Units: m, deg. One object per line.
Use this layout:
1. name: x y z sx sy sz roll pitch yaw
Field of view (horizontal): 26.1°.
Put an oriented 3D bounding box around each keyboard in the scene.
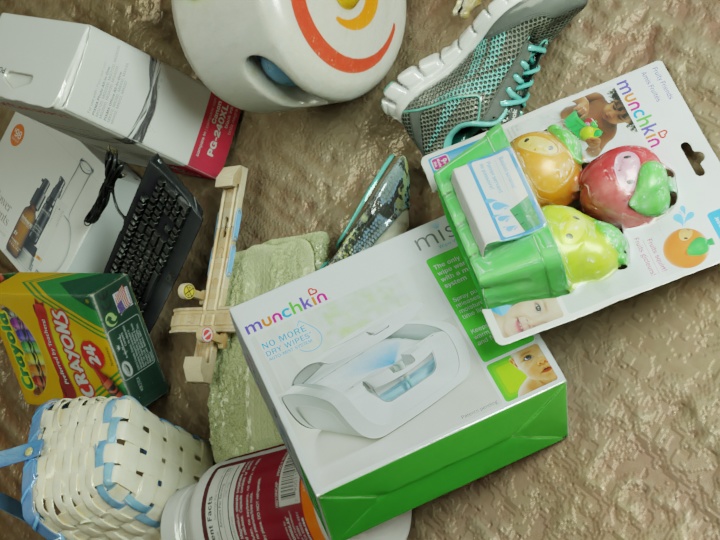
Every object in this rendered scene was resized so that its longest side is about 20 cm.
1. keyboard: -0.213 -0.035 1.446 0.127 0.021 0.200 48 138 16

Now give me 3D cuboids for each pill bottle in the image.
1. pill bottle: -0.066 0.201 1.273 0.200 0.113 0.113 -19 68 38

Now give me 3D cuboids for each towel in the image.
1. towel: -0.082 0.070 1.369 0.148 0.036 0.201 -15 70 39

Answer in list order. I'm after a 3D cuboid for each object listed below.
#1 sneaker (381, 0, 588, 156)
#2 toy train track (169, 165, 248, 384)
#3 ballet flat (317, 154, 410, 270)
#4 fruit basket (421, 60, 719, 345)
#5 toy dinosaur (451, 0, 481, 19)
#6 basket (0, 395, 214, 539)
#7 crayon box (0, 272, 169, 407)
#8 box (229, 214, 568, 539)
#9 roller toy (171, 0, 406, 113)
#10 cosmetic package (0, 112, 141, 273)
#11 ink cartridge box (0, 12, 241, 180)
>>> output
1. sneaker: 0.112 -0.154 1.242 0.200 0.077 0.091 -37 74 33
2. toy train track: -0.135 0.000 1.393 0.114 0.032 0.201 -3 72 43
3. ballet flat: 0.000 0.000 1.296 0.074 0.074 0.200 34 91 40
4. fruit basket: 0.160 -0.056 1.121 0.200 0.094 0.186 -24 55 7
5. toy dinosaur: 0.069 -0.312 1.298 0.101 0.058 0.201 3 101 12
6. basket: -0.238 0.196 1.393 0.200 0.176 0.139 -23 49 28
7. crayon box: -0.286 0.068 1.500 0.200 0.051 0.127 0 115 42
8. box: 0.029 0.078 1.169 0.199 0.097 0.177 -23 58 -7
9. roller toy: -0.053 -0.231 1.320 0.139 0.200 0.183 -3 111 41
10. cosmetic package: -0.315 -0.074 1.599 0.200 0.052 0.151 41 104 39
11. ink cartridge box: -0.233 -0.160 1.441 0.145 0.200 0.084 14 83 42
